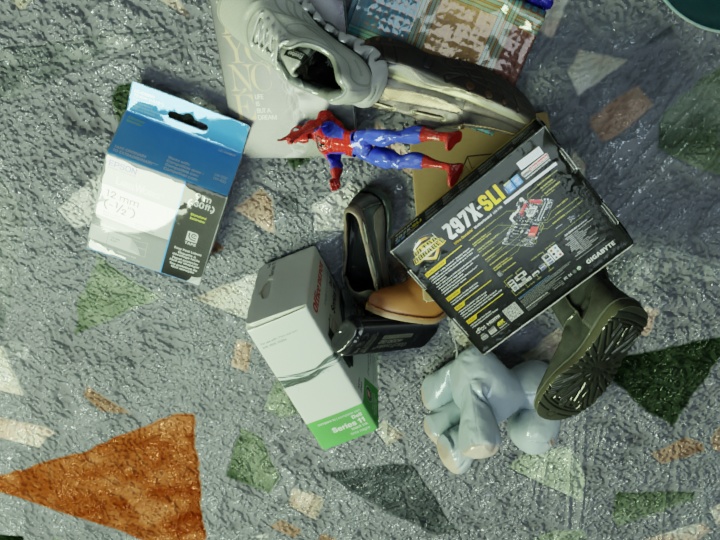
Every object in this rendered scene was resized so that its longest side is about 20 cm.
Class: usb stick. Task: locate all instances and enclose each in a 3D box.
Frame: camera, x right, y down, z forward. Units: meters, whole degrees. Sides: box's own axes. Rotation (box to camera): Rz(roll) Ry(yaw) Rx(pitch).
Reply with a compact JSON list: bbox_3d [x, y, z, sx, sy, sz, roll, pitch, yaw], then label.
[{"bbox_3d":[0.034,0.076,0.950,0.033,0.199,0.056,48,113,24],"label":"usb stick"}]

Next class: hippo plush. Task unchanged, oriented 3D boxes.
[{"bbox_3d":[0.181,0.166,1.034,0.159,0.159,0.203,7,79,-23],"label":"hippo plush"}]

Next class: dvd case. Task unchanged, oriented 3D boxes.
[{"bbox_3d":[-0.081,-0.218,0.852,0.147,0.016,0.202,2,120,13],"label":"dvd case"}]

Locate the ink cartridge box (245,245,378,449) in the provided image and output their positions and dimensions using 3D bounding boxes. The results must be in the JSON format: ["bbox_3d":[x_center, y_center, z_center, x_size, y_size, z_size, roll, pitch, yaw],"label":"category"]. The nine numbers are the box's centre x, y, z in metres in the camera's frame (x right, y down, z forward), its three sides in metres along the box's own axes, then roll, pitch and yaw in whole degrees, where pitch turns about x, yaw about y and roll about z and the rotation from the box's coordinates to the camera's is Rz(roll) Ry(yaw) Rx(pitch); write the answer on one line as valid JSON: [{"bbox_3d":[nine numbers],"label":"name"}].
[{"bbox_3d":[-0.053,0.093,0.968,0.082,0.147,0.201,-21,118,13],"label":"ink cartridge box"}]

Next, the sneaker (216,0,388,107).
[{"bbox_3d":[-0.069,-0.225,0.772,0.199,0.081,0.076,33,125,15],"label":"sneaker"}]

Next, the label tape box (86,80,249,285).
[{"bbox_3d":[-0.224,-0.095,0.903,0.142,0.066,0.201,19,125,-9],"label":"label tape box"}]

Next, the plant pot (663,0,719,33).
[{"bbox_3d":[0.343,-0.336,0.721,0.197,0.135,0.202,0,119,1],"label":"plant pot"}]

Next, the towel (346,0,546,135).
[{"bbox_3d":[0.078,-0.242,0.831,0.198,0.022,0.148,21,119,-2],"label":"towel"}]

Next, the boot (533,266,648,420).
[{"bbox_3d":[0.235,0.048,0.905,0.072,0.201,0.183,24,113,-27],"label":"boot"}]

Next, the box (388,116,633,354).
[{"bbox_3d":[0.154,-0.031,0.808,0.200,0.049,0.160,-39,105,16],"label":"box"}]

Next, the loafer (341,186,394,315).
[{"bbox_3d":[0.000,0.000,0.952,0.071,0.063,0.202,16,120,30],"label":"loafer"}]

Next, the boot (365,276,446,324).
[{"bbox_3d":[0.100,-0.023,0.918,0.198,0.077,0.157,-5,109,-12],"label":"boot"}]

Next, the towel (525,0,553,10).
[{"bbox_3d":[0.138,-0.360,0.761,0.198,0.050,0.149,23,119,-11],"label":"towel"}]

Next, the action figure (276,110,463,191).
[{"bbox_3d":[-0.004,-0.119,0.810,0.198,0.099,0.066,15,132,29],"label":"action figure"}]

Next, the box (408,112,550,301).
[{"bbox_3d":[0.142,-0.072,0.878,0.161,0.021,0.203,-5,84,3],"label":"box"}]

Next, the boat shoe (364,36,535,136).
[{"bbox_3d":[0.085,-0.180,0.820,0.198,0.075,0.074,23,129,6],"label":"boat shoe"}]
